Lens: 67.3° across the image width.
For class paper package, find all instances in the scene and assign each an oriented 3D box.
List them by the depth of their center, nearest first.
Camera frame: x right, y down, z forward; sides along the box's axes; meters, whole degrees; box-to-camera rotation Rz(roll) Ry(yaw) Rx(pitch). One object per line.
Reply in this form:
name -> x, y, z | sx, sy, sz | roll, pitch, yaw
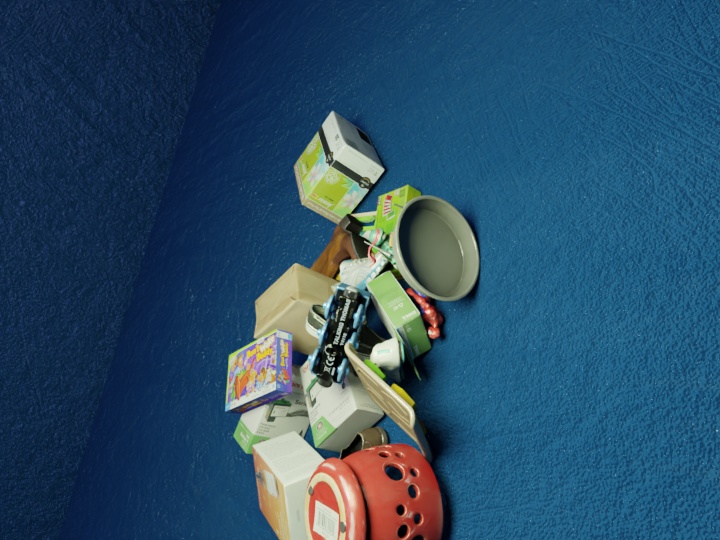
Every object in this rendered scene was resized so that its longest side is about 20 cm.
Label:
paper package -> -0.121, 0.102, 1.261 | 0.190, 0.198, 0.105 | -39, 42, 33

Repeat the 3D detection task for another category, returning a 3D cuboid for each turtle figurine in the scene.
turtle figurine -> 0.090, -0.052, 1.056 | 0.100, 0.197, 0.153 | -36, 39, 57

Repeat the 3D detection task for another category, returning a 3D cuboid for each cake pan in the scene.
cake pan -> 0.137, -0.038, 1.003 | 0.037, 0.197, 0.204 | -28, 51, 53

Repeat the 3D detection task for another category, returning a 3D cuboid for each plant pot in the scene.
plant pot -> 0.014, 0.403, 0.915 | 0.199, 0.180, 0.205 | -20, 65, 54

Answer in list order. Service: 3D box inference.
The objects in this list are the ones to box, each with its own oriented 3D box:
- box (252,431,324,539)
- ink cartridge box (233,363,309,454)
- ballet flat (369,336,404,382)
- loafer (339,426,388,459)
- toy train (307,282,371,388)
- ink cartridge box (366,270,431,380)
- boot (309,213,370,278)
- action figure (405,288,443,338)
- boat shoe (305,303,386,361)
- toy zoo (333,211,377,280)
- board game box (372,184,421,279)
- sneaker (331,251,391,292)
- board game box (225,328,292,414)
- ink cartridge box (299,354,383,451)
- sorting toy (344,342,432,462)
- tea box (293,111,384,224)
box -> -0.138, 0.451, 1.114 | 0.199, 0.105, 0.156 | 10, 108, 61
ink cartridge box -> -0.189, 0.326, 1.276 | 0.084, 0.145, 0.203 | 25, 92, 53
ballet flat -> 0.050, 0.169, 1.018 | 0.068, 0.201, 0.071 | -2, 70, 4
loafer -> -0.025, 0.390, 1.093 | 0.202, 0.070, 0.073 | -58, 37, 15
toy train -> -0.038, 0.124, 1.046 | 0.114, 0.085, 0.204 | -36, -38, -79
ink cartridge box -> 0.085, 0.104, 1.062 | 0.058, 0.105, 0.201 | -27, 40, -5
boot -> -0.061, -0.015, 1.319 | 0.201, 0.068, 0.189 | -53, 39, 21
action figure -> 0.123, 0.050, 1.084 | 0.051, 0.065, 0.202 | -31, 49, 17
boat shoe -> -0.022, 0.130, 1.132 | 0.071, 0.196, 0.064 | -63, -7, -49
toy zoo -> -0.009, -0.045, 1.342 | 0.130, 0.020, 0.204 | 1, 73, 53
board game box -> 0.078, -0.081, 1.225 | 0.101, 0.047, 0.204 | -15, 61, 48
sneaker -> 0.000, 0.000, 1.159 | 0.087, 0.075, 0.201 | 47, 120, 11
board game box -> -0.230, 0.231, 1.219 | 0.198, 0.044, 0.137 | -30, 52, 38
ink cartridge box -> -0.047, 0.258, 1.167 | 0.146, 0.083, 0.202 | -47, 41, 25
sorting toy -> 0.056, 0.232, 0.968 | 0.036, 0.187, 0.200 | -37, 50, -13
tea box -> -0.063, -0.268, 1.421 | 0.197, 0.132, 0.202 | -50, 34, 24
